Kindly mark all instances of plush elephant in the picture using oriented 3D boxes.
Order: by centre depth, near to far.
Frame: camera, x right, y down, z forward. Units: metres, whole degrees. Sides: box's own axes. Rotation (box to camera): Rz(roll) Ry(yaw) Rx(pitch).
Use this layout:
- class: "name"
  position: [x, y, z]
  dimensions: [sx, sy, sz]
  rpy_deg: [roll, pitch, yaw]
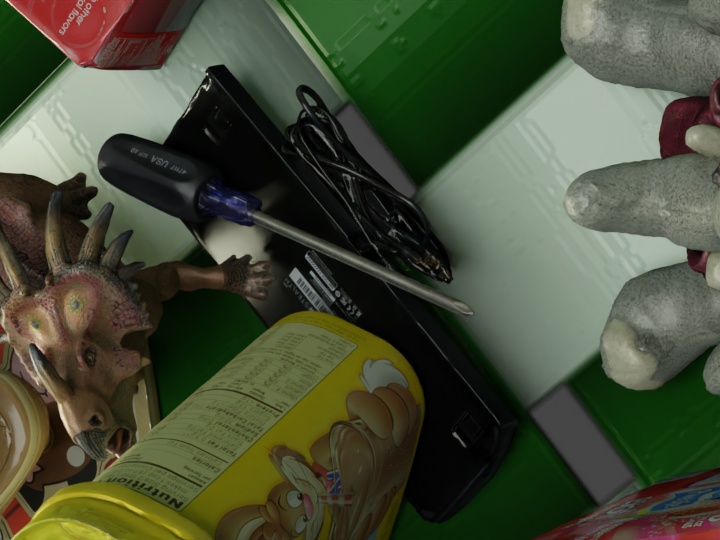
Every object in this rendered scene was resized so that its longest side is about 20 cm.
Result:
- class: "plush elephant"
  position: [0.145, -0.027, 0.982]
  dimensions: [0.199, 0.155, 0.165]
  rpy_deg: [2, 97, 26]

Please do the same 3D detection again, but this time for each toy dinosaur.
- class: "toy dinosaur"
  position: [-0.131, -0.001, 1.113]
  dimensions: [0.200, 0.135, 0.086]
  rpy_deg: [30, 95, 32]

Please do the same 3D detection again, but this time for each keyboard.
- class: "keyboard"
  position: [0.000, 0.000, 1.132]
  dimensions: [0.200, 0.040, 0.104]
  rpy_deg: [50, 137, 11]

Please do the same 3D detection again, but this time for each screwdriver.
- class: "screwdriver"
  position: [-0.029, -0.018, 1.106]
  dimensions: [0.200, 0.029, 0.028]
  rpy_deg: [21, 123, 32]

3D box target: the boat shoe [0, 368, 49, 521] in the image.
- class: "boat shoe"
  position: [-0.187, 0.095, 1.163]
  dimensions: [0.200, 0.064, 0.071]
  rpy_deg: [-36, 74, 38]

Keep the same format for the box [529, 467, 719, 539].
- class: "box"
  position: [0.129, 0.125, 0.983]
  dimensions: [0.099, 0.200, 0.096]
  rpy_deg: [-13, 89, 26]

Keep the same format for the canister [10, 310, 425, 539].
- class: "canister"
  position: [-0.058, 0.115, 1.056]
  dimensions: [0.086, 0.200, 0.149]
  rpy_deg: [25, 121, 15]

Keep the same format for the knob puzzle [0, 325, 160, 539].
- class: "knob puzzle"
  position: [-0.169, 0.080, 1.215]
  dimensions: [0.219, 0.030, 0.220]
  rpy_deg: [3, 97, 26]

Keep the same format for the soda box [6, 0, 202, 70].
- class: "soda box"
  position: [-0.068, -0.178, 1.119]
  dimensions: [0.070, 0.063, 0.200]
  rpy_deg: [42, 111, 15]
